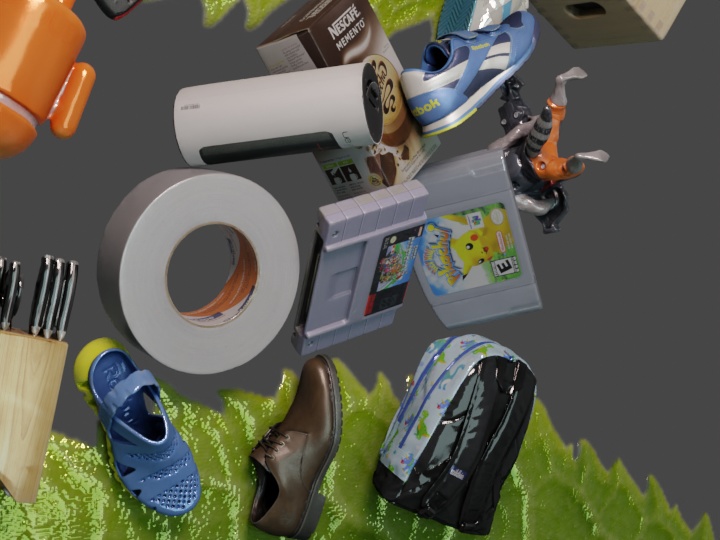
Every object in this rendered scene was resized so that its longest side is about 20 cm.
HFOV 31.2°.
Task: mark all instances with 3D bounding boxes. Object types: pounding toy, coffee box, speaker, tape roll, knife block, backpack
[{"bbox_3d":[0.310,-0.378,1.479,0.142,0.199,0.185,38,75,-28],"label":"pounding toy"},{"bbox_3d":[-0.010,-0.182,1.354,0.113,0.079,0.201,-50,120,-42],"label":"coffee box"},{"bbox_3d":[-0.078,-0.153,1.265,0.081,0.197,0.082,-5,90,-75],"label":"speaker"},{"bbox_3d":[-0.162,-0.001,1.296,0.198,0.066,0.203,-8,105,-32],"label":"tape roll"},{"bbox_3d":[-0.313,0.092,1.222,0.175,0.064,0.201,-37,113,-22],"label":"knife block"},{"bbox_3d":[0.114,0.173,1.460,0.162,0.154,0.202,22,105,-29],"label":"backpack"}]

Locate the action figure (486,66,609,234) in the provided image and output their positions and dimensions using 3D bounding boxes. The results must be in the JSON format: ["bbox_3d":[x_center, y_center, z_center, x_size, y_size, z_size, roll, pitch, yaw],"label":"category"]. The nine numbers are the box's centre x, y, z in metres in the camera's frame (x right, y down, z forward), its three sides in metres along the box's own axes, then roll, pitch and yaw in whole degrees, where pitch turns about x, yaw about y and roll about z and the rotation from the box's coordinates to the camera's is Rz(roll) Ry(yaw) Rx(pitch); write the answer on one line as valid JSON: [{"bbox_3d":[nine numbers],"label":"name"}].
[{"bbox_3d":[0.182,-0.149,1.448,0.104,0.193,0.202,-8,68,-36],"label":"action figure"}]

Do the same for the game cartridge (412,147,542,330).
[{"bbox_3d":[0.120,-0.030,1.447,0.132,0.041,0.202,-12,115,15],"label":"game cartridge"}]

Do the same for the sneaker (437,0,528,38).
[{"bbox_3d":[0.155,-0.332,1.468,0.080,0.076,0.202,20,91,-38],"label":"sneaker"}]

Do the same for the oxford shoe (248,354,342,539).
[{"bbox_3d":[-0.072,0.186,1.376,0.084,0.072,0.203,14,87,-30],"label":"oxford shoe"}]

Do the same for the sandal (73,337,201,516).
[{"bbox_3d":[-0.215,0.164,1.278,0.079,0.087,0.202,-38,115,-24],"label":"sandal"}]

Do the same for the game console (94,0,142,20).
[{"bbox_3d":[-0.237,-0.374,1.247,0.177,0.031,0.201,-44,114,-14],"label":"game console"}]

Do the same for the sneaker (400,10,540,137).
[{"bbox_3d":[0.119,-0.228,1.378,0.200,0.074,0.083,-46,105,-29],"label":"sneaker"}]

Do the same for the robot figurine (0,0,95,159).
[{"bbox_3d":[-0.324,-0.188,1.159,0.144,0.116,0.202,40,72,-57],"label":"robot figurine"}]

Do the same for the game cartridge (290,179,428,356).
[{"bbox_3d":[0.000,0.000,1.358,0.128,0.039,0.201,-15,141,-26],"label":"game cartridge"}]
